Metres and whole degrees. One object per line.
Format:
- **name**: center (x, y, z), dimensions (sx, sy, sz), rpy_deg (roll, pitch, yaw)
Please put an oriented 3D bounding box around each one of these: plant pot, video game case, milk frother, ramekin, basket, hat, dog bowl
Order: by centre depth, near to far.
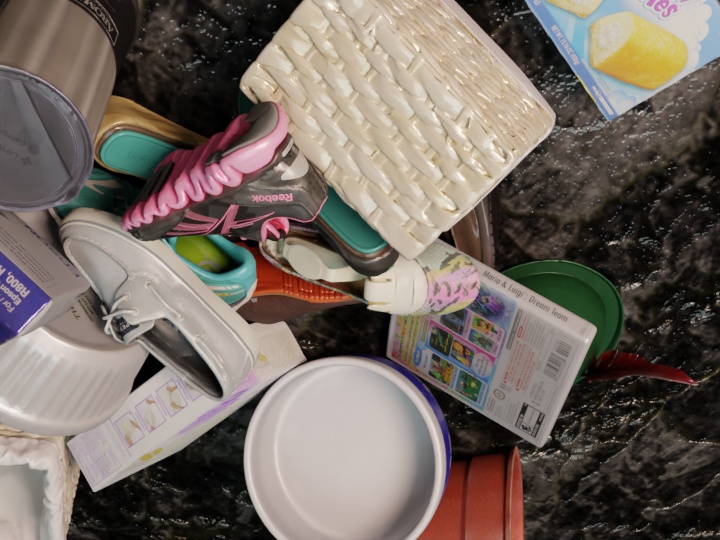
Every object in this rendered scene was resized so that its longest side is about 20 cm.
- **milk frother**: center (-0.281, -0.134, 0.764), dimensions (0.179, 0.189, 0.200), rpy_deg (30, 125, -22)
- **basket**: center (0.025, -0.124, 0.768), dimensions (0.200, 0.123, 0.136), rpy_deg (46, 121, -1)
- **ramekin**: center (-0.265, 0.033, 0.901), dimensions (0.201, 0.204, 0.094), rpy_deg (33, 121, -25)
- **video game case**: center (0.110, 0.066, 0.954), dimensions (0.181, 0.024, 0.201), rpy_deg (30, 149, 16)
- **hat**: center (0.181, 0.103, 0.968), dimensions (0.163, 0.177, 0.202), rpy_deg (5, 130, -5)
- **dog bowl**: center (-0.010, 0.184, 1.032), dimensions (0.197, 0.079, 0.203), rpy_deg (0, 90, 13)
- **basket**: center (-0.384, 0.186, 1.054), dimensions (0.197, 0.162, 0.200), rpy_deg (7, 130, -5)
- **plant pot**: center (0.075, 0.293, 1.134), dimensions (0.192, 0.202, 0.202), rpy_deg (-1, 131, 12)

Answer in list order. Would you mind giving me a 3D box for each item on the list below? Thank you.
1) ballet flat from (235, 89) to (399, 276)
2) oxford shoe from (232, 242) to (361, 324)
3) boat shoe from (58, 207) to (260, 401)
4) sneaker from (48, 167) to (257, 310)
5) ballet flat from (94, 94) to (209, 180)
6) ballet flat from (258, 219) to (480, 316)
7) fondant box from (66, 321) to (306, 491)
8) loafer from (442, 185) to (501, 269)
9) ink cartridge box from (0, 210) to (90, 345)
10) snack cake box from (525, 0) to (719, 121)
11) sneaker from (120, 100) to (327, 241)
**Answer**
- **ballet flat**: center (-0.038, -0.069, 0.846), dimensions (0.068, 0.201, 0.069), rpy_deg (-32, 158, -9)
- **oxford shoe**: center (-0.063, 0.011, 0.976), dimensions (0.197, 0.072, 0.073), rpy_deg (1, 148, 8)
- **boat shoe**: center (-0.171, 0.031, 0.856), dimensions (0.200, 0.072, 0.070), rpy_deg (40, 134, -12)
- **sneaker**: center (-0.174, -0.038, 0.895), dimensions (0.198, 0.078, 0.080), rpy_deg (29, 148, -6)
- **ballet flat**: center (-0.141, -0.095, 0.877), dimensions (0.069, 0.063, 0.199), rpy_deg (-44, 138, 19)
- **ballet flat**: center (0.000, 0.000, 0.879), dimensions (0.198, 0.071, 0.070), rpy_deg (16, 109, 23)
- **fondant box**: center (-0.168, 0.127, 1.015), dimensions (0.199, 0.144, 0.059), rpy_deg (-38, 81, 27)
- **loafer**: center (0.079, -0.074, 0.900), dimensions (0.070, 0.073, 0.202), rpy_deg (-2, 126, 16)
- **ink cartridge box**: center (-0.288, -0.036, 0.727), dimensions (0.199, 0.200, 0.041), rpy_deg (43, 90, -6)
- **snack cake box**: center (0.180, -0.223, 0.766), dimensions (0.114, 0.068, 0.200), rpy_deg (-29, 125, 24)
- **sneaker**: center (-0.101, -0.048, 0.777), dimensions (0.199, 0.080, 0.095), rpy_deg (-17, 129, 45)
